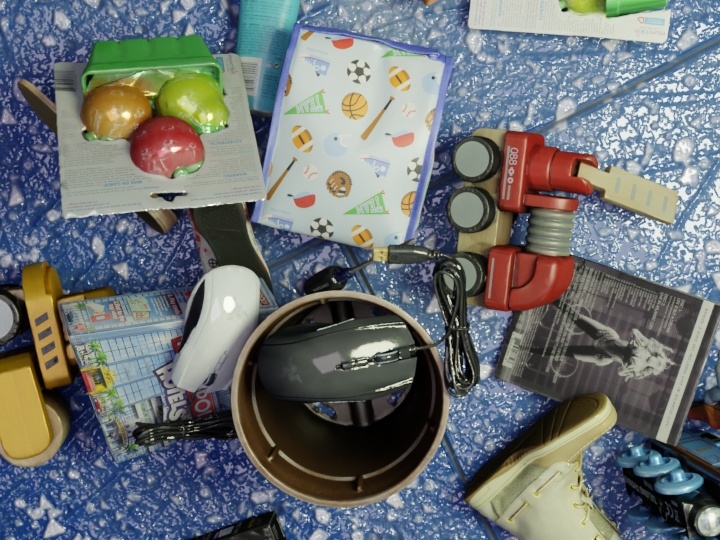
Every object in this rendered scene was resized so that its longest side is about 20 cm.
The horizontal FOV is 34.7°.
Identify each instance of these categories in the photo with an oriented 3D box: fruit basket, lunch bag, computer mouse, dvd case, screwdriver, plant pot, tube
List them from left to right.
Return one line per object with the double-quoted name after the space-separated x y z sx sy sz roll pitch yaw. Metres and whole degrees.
-0.194 -0.131 1.100 0.185 0.094 0.201 -7 59 -11 "fruit basket"
-0.144 0.088 1.097 0.109 0.044 0.200 5 118 -27 "computer mouse"
-0.095 -0.261 1.182 0.077 0.050 0.201 8 92 -2 "tube"
-0.013 0.106 1.137 0.200 0.198 0.201 0 97 3 "plant pot"
-0.005 -0.134 1.151 0.169 0.124 0.201 11 106 0 "lunch bag"
0.000 0.000 1.143 0.028 0.200 0.029 -3 82 -33 "screwdriver"
0.004 0.050 1.008 0.199 0.046 0.141 -3 97 3 "computer mouse"
0.216 -0.326 1.149 0.199 0.094 0.186 7 96 18 "fruit basket"
0.251 0.073 1.177 0.200 0.016 0.149 20 97 23 "dvd case"

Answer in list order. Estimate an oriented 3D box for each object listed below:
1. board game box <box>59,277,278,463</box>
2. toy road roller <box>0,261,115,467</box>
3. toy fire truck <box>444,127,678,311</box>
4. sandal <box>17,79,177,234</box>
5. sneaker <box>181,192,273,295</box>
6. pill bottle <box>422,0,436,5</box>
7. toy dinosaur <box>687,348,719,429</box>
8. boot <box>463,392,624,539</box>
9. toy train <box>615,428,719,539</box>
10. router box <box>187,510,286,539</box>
-0.174 0.093 1.154 0.199 0.062 0.200 -19 128 -12 "board game box"
-0.316 0.090 1.194 0.146 0.123 0.201 -13 95 -7 "toy road roller"
0.199 -0.045 1.142 0.199 0.129 0.177 8 96 26 "toy fire truck"
-0.256 -0.137 1.200 0.212 0.078 0.070 46 73 -8 "sandal"
-0.139 -0.032 1.197 0.067 0.108 0.202 -16 131 -6 "sneaker"
0.035 -0.362 1.133 0.106 0.106 0.200 -36 93 6 "pill bottle"
0.360 0.129 1.127 0.181 0.200 0.105 -22 107 47 "toy dinosaur"
0.223 0.227 1.181 0.155 0.072 0.200 44 121 -3 "boot"
0.329 0.215 1.134 0.114 0.200 0.087 -13 95 -7 "toy train"
-0.128 0.380 1.244 0.149 0.051 0.201 -20 94 7 "router box"
